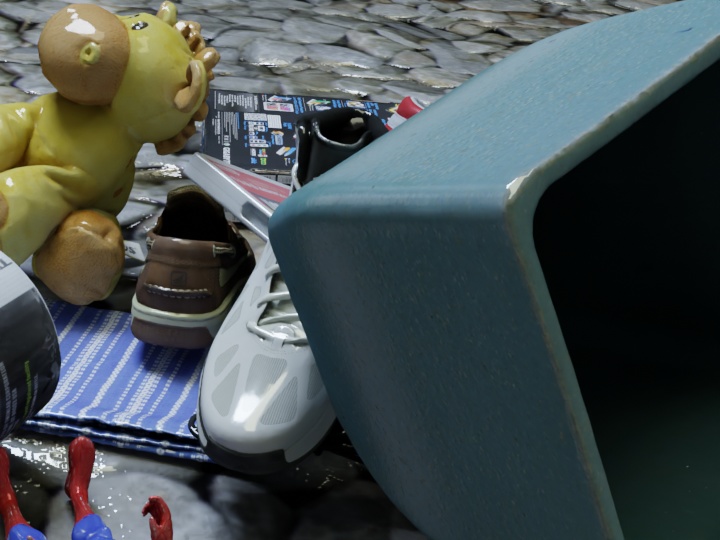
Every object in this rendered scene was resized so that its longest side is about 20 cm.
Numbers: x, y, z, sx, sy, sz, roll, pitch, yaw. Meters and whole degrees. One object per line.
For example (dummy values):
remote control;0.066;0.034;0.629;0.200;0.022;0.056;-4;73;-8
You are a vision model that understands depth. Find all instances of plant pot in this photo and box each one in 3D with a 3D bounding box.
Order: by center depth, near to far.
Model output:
plant pot;0.076;0.008;0.593;0.196;0.196;0.200;-35;26;-33

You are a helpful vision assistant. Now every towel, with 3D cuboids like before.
towel;-0.122;0.056;0.789;0.199;0.024;0.145;9;23;5

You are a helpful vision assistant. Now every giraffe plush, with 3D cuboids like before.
giraffe plush;-0.163;-0.090;0.854;0.173;0.162;0.200;48;19;27

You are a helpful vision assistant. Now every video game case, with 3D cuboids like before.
video game case;0.000;0.000;0.831;0.200;0.017;0.143;39;11;29

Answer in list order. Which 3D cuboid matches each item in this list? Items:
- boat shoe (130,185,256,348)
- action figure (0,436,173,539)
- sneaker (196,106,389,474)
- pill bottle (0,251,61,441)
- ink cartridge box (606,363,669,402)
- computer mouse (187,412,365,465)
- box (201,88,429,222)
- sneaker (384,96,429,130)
boat shoe;-0.098;-0.016;0.867;0.074;0.075;0.202;5;15;-5
action figure;-0.116;0.114;0.580;0.065;0.099;0.200;-6;29;-23
sneaker;-0.033;-0.006;0.681;0.075;0.116;0.201;12;48;10
pill bottle;-0.237;0.067;0.626;0.106;0.107;0.200;18;32;23
ink cartridge box;0.143;0.099;0.614;0.199;0.047;0.160;-7;28;-25
computer mouse;-0.008;0.044;0.767;0.140;0.046;0.200;9;21;2
box;-0.028;-0.090;1.107;0.198;0.050;0.200;4;24;-8
sneaker;0.084;-0.023;0.823;0.200;0.113;0.071;34;11;6
